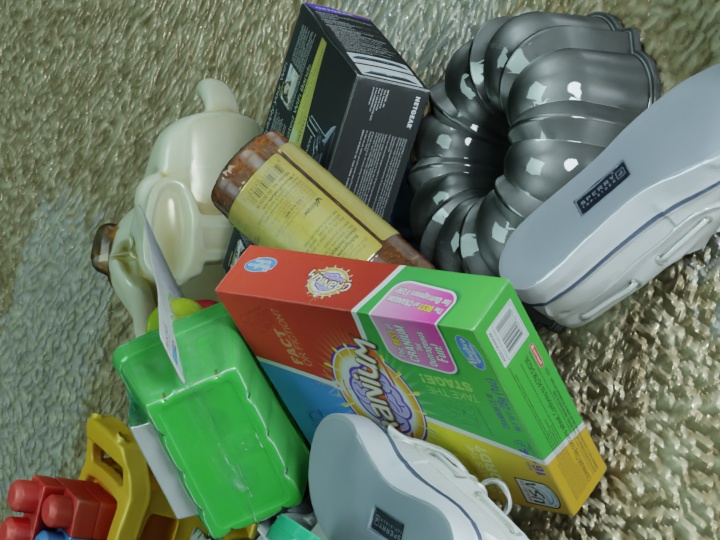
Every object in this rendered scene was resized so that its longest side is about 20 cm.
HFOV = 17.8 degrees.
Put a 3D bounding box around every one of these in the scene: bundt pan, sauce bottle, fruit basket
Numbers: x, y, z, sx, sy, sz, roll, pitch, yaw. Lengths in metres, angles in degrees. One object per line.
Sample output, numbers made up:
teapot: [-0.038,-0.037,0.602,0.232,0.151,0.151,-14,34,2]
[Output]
bundt pan: [0.094,-0.067,1.389,0.202,0.076,0.202,-33,51,52]
sauce bottle: [0.000,0.000,1.379,0.200,0.066,0.066,43,125,13]
fruit basket: [-0.101,0.074,1.447,0.186,0.094,0.200,66,176,-27]

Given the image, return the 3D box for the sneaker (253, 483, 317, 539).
sneaker: [-0.010,0.131,1.509,0.200,0.075,0.114,-40,40,47]

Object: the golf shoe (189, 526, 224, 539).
golf shoe: [-0.089,0.235,1.489,0.097,0.078,0.200,-54,-19,-18]

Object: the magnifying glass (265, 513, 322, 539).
magnifying glass: [0.032,0.199,1.281,0.022,0.200,0.080,-57,8,-7]

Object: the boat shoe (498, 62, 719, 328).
boat shoe: [0.168,-0.042,1.254,0.200,0.065,0.074,-36,38,24]

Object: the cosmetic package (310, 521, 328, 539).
cosmetic package: [-0.012,0.232,1.418,0.200,0.107,0.090,-58,48,37]

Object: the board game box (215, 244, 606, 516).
board game box: [0.028,0.062,1.326,0.200,0.153,0.040,7,48,43]

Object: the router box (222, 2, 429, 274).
router box: [-0.026,-0.056,1.500,0.157,0.052,0.200,-121,46,-62]

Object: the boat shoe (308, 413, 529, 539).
boat shoe: [0.043,0.134,1.292,0.202,0.086,0.075,27,106,61]

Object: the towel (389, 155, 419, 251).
towel: [-0.004,-0.059,1.591,0.112,0.048,0.200,-48,40,42]

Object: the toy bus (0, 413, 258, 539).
toy bus: [-0.150,0.159,1.622,0.136,0.192,0.200,29,103,62]

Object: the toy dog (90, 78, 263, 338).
toy dog: [-0.134,-0.026,1.712,0.200,0.139,0.194,-47,57,60]
